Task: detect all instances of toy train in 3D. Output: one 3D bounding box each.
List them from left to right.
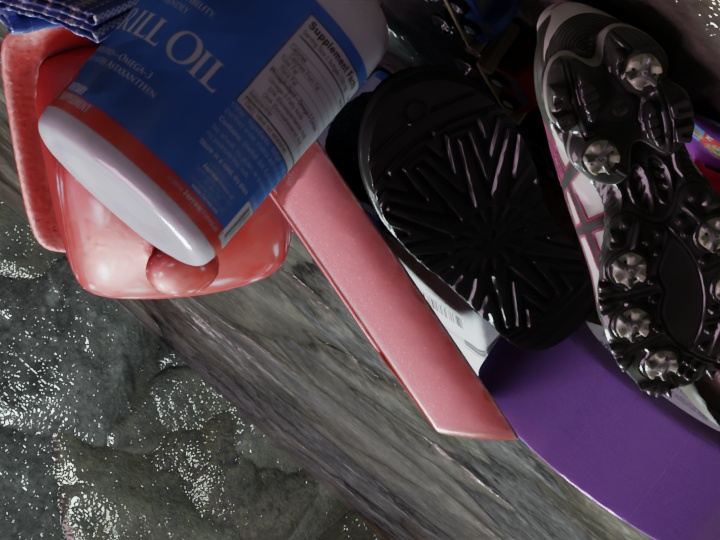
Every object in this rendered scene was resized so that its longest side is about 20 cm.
[{"bbox_3d":[0.076,-0.102,1.229,0.046,0.034,0.200,29,165,33],"label":"toy train"}]

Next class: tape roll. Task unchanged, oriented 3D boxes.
[{"bbox_3d":[0.167,0.087,1.388,0.200,0.066,0.200,32,-166,-9],"label":"tape roll"}]

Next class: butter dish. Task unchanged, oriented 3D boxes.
[{"bbox_3d":[-0.113,-0.048,1.480,0.201,0.198,0.148,88,176,-47],"label":"butter dish"}]

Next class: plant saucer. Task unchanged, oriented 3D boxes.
[{"bbox_3d":[0.000,0.000,1.338,0.200,0.037,0.200,55,179,-16],"label":"plant saucer"}]

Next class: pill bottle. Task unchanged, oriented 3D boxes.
[{"bbox_3d":[-0.057,-0.110,1.200,0.112,0.200,0.112,38,169,9],"label":"pill bottle"}]

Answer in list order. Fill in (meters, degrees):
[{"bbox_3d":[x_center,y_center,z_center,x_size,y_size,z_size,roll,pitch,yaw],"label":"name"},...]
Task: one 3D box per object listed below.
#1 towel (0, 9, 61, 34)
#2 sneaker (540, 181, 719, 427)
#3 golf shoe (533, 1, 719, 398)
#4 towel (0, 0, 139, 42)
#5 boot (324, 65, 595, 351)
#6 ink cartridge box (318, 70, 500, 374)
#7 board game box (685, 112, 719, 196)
[{"bbox_3d":[-0.172,-0.178,1.491,0.200,0.146,0.024,-144,49,-62],"label":"towel"},{"bbox_3d":[0.165,0.005,1.322,0.200,0.070,0.076,38,147,11],"label":"sneaker"},{"bbox_3d":[0.132,-0.037,1.145,0.088,0.077,0.201,-116,7,-62],"label":"golf shoe"},{"bbox_3d":[-0.161,-0.182,1.402,0.199,0.145,0.024,20,131,42],"label":"towel"},{"bbox_3d":[0.031,-0.059,1.256,0.158,0.079,0.211,52,177,44],"label":"boot"},{"bbox_3d":[0.048,-0.019,1.522,0.146,0.084,0.200,37,169,16],"label":"ink cartridge box"},{"bbox_3d":[0.198,-0.001,1.190,0.200,0.039,0.158,39,169,7],"label":"board game box"}]
